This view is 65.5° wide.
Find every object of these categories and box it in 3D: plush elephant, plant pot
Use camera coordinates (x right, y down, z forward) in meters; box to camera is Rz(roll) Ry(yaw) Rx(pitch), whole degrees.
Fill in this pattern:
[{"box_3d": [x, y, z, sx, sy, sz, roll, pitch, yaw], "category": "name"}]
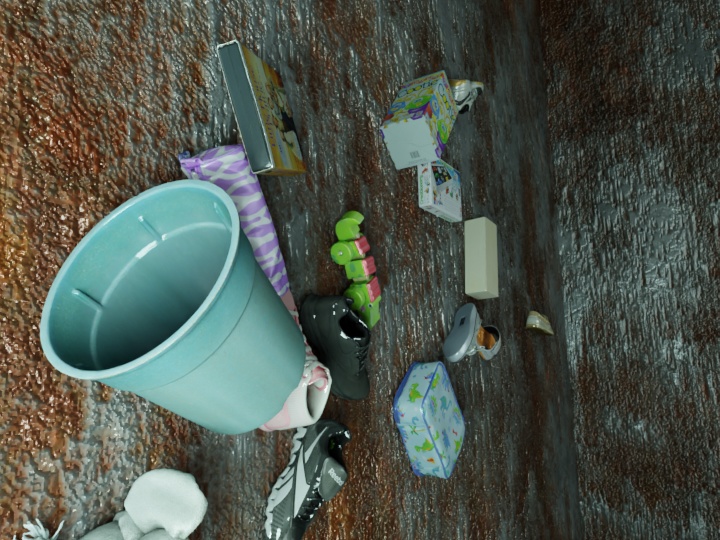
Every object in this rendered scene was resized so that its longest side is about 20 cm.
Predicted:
[{"box_3d": [-0.180, 0.267, 0.482, 0.200, 0.153, 0.167, 50, 44, -44], "category": "plush elephant"}, {"box_3d": [-0.158, 0.055, 0.549, 0.197, 0.197, 0.203, 59, 37, -48], "category": "plant pot"}]

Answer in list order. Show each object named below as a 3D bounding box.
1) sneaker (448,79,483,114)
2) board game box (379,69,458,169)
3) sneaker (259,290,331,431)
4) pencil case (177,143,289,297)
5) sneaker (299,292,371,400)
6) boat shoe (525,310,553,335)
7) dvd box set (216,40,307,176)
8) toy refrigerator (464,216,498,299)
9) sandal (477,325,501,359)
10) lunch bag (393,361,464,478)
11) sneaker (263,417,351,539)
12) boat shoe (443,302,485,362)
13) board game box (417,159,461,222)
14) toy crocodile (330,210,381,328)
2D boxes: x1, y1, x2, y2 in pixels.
[{"box_3d": [0.281, -0.477, 1.538, 0.199, 0.075, 0.089, -26, 122, -55], "category": "sneaker"}, {"box_3d": [0.129, -0.322, 1.191, 0.104, 0.103, 0.201, 60, 36, -32], "category": "board game box"}, {"box_3d": [-0.085, 0.106, 0.733, 0.075, 0.103, 0.204, 16, 69, -55], "category": "sneaker"}, {"box_3d": [-0.148, -0.052, 0.673, 0.086, 0.083, 0.203, -58, 134, -62], "category": "pencil case"}, {"box_3d": [-0.020, 0.122, 0.856, 0.202, 0.089, 0.076, 66, 32, -29], "category": "sneaker"}, {"box_3d": [0.652, 0.191, 2.020, 0.199, 0.073, 0.070, 28, 66, -54], "category": "boat shoe"}, {"box_3d": [-0.120, -0.198, 0.726, 0.200, 0.029, 0.149, -52, 127, -80], "category": "dvd box set"}, {"box_3d": [0.321, -0.032, 1.503, 0.075, 0.069, 0.204, 21, 66, -49], "category": "toy refrigerator"}, {"box_3d": [0.341, 0.184, 1.497, 0.206, 0.058, 0.081, 39, 52, -51], "category": "sandal"}, {"box_3d": [0.139, 0.291, 1.104, 0.161, 0.081, 0.202, -53, 129, -49], "category": "lunch bag"}, {"box_3d": [-0.064, 0.285, 0.745, 0.067, 0.089, 0.202, 54, 41, -38], "category": "sneaker"}, {"box_3d": [0.255, 0.168, 1.333, 0.087, 0.074, 0.203, 53, 32, -14], "category": "boat shoe"}, {"box_3d": [0.192, -0.197, 1.343, 0.199, 0.034, 0.129, 12, 74, -59], "category": "board game box"}, {"box_3d": [0.000, 0.000, 0.942, 0.067, 0.061, 0.203, -35, 115, -56], "category": "toy crocodile"}]
